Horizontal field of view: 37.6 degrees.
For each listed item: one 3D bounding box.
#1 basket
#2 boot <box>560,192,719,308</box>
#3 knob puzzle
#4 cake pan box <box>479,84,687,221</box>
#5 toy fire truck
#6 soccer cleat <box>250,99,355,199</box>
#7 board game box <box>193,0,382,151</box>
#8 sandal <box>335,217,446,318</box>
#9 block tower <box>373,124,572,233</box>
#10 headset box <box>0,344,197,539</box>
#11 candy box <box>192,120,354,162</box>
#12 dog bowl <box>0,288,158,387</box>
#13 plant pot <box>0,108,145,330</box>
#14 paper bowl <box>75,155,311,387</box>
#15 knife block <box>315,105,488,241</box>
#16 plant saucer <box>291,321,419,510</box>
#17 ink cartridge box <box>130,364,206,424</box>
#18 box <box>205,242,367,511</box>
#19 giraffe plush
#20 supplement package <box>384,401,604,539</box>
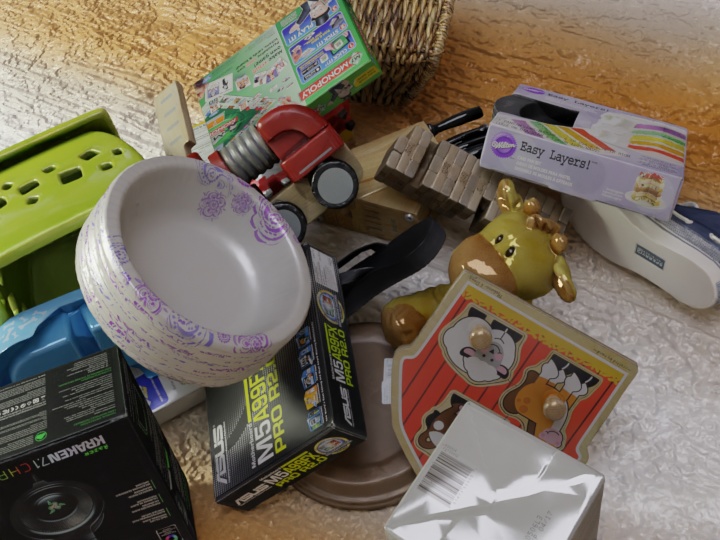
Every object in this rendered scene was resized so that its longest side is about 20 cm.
[{"bbox_3d":[0.056,-0.289,1.217,0.148,0.143,0.201,6,68,19],"label":"basket"},{"bbox_3d":[0.301,-0.042,1.066,0.090,0.073,0.200,-29,56,-30],"label":"boot"},{"bbox_3d":[0.113,0.124,0.915,0.218,0.221,0.030,-5,20,6],"label":"knob puzzle"},{"bbox_3d":[0.227,-0.126,1.072,0.199,0.053,0.184,18,25,12],"label":"cake pan box"},{"bbox_3d":[-0.118,-0.117,1.054,0.176,0.129,0.200,-38,100,5],"label":"toy fire truck"},{"bbox_3d":[-0.092,-0.128,1.164,0.085,0.069,0.200,39,85,23],"label":"soccer cleat"},{"bbox_3d":[-0.083,-0.205,1.136,0.199,0.029,0.135,-32,54,16],"label":"board game box"},{"bbox_3d":[0.000,-0.001,1.030,0.200,0.043,0.076,-35,20,35],"label":"sandal"},{"bbox_3d":[0.117,-0.074,1.060,0.199,0.058,0.054,28,75,-7],"label":"block tower"},{"bbox_3d":[-0.251,0.190,0.912,0.173,0.201,0.093,-19,39,-4],"label":"headset box"},{"bbox_3d":[-0.117,-0.154,1.228,0.199,0.026,0.103,-25,55,-8],"label":"candy box"},{"bbox_3d":[-0.259,0.067,1.005,0.199,0.112,0.050,-23,46,-8],"label":"dog bowl"},{"bbox_3d":[-0.290,-0.035,1.076,0.199,0.200,0.182,-27,50,-11],"label":"plant pot"},{"bbox_3d":[-0.150,0.008,0.919,0.200,0.104,0.202,24,44,-25],"label":"paper bowl"},{"bbox_3d":[0.053,-0.118,1.153,0.199,0.064,0.176,15,59,19],"label":"knife block"},{"bbox_3d":[0.002,0.130,1.011,0.198,0.030,0.201,-4,54,6],"label":"plant saucer"},{"bbox_3d":[-0.258,0.130,1.045,0.199,0.037,0.095,-27,61,-12],"label":"ink cartridge box"},{"bbox_3d":[-0.078,0.098,0.985,0.160,0.044,0.201,-34,48,30],"label":"box"},{"bbox_3d":[0.128,0.019,0.964,0.172,0.163,0.200,35,58,12],"label":"giraffe plush"},{"bbox_3d":[0.107,0.218,0.825,0.119,0.201,0.121,26,63,24],"label":"supplement package"}]
